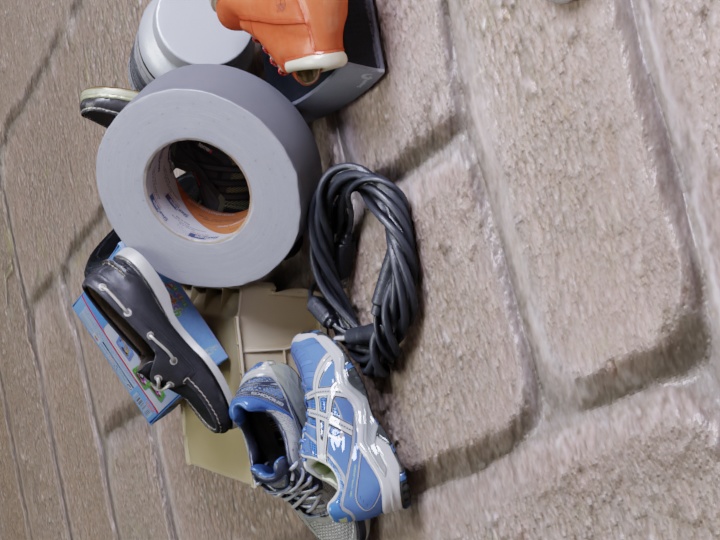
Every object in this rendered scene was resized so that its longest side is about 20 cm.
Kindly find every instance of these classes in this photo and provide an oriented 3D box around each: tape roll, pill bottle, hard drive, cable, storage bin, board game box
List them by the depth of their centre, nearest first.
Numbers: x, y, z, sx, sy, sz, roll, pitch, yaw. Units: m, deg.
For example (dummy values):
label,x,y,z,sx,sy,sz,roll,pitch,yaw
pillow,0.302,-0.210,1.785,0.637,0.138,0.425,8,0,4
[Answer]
label,x,y,z,sx,sy,sz,roll,pitch,yaw
cable,0.000,0.000,1.693,0.200,0.051,0.163,109,144,-45
hard drive,-0.042,-0.212,1.730,0.200,0.042,0.135,160,101,-66
tape roll,-0.139,-0.085,1.758,0.066,0.200,0.200,-56,-24,-58
pill bottle,-0.165,-0.215,1.882,0.200,0.116,0.117,137,122,-73
storage bin,-0.109,0.107,1.919,0.200,0.094,0.199,-176,80,-66
board game box,-0.214,0.061,1.919,0.151,0.037,0.200,56,153,4

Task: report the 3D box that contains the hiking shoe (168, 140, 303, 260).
label,x,y,z,sx,sy,sz,roll,pitch,yaw
hiking shoe,-0.106,-0.094,1.818,0.101,0.076,0.200,-25,116,31

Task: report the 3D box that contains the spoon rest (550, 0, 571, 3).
label,x,y,z,sx,sy,sz,roll,pitch,yaw
spoon rest,0.131,-0.279,1.326,0.099,0.061,0.200,-126,23,-49

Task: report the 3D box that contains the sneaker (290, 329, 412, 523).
label,x,y,z,sx,sy,sz,roll,pitch,yaw
sneaker,-0.025,0.138,1.729,0.076,0.077,0.200,77,167,-56

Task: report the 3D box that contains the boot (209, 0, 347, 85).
label,x,y,z,sx,sy,sz,roll,pitch,yaw
boot,-0.072,-0.211,1.662,0.200,0.075,0.107,3,104,63

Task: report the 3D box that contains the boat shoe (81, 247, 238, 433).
label,x,y,z,sx,sy,sz,roll,pitch,yaw
boat shoe,-0.185,0.076,1.783,0.200,0.060,0.074,59,153,-12

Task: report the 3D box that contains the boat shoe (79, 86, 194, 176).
label,x,y,z,sx,sy,sz,roll,pitch,yaw
boat shoe,-0.183,-0.124,1.876,0.073,0.200,0.065,158,129,-70

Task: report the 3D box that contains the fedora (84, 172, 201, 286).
label,x,y,z,sx,sy,sz,roll,pitch,yaw
fedora,-0.203,-0.025,2.053,0.092,0.201,0.201,52,160,-13

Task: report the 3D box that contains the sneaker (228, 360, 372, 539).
label,x,y,z,sx,sy,sz,roll,pitch,yaw
sneaker,-0.064,0.187,1.776,0.077,0.085,0.200,-28,97,29
